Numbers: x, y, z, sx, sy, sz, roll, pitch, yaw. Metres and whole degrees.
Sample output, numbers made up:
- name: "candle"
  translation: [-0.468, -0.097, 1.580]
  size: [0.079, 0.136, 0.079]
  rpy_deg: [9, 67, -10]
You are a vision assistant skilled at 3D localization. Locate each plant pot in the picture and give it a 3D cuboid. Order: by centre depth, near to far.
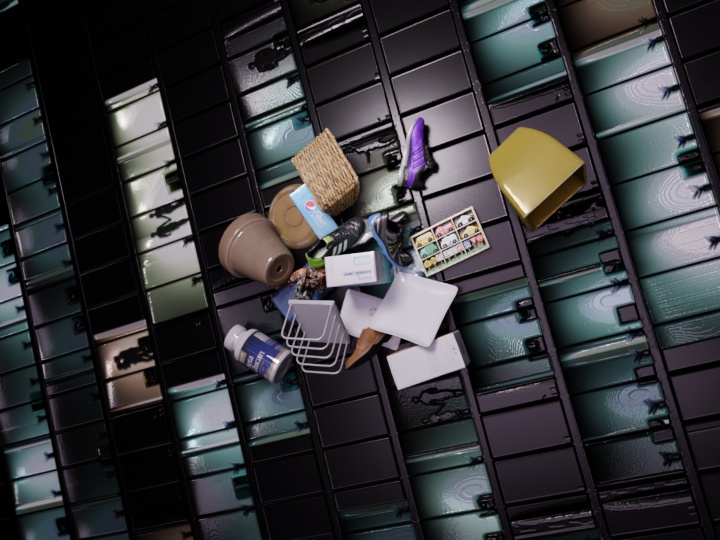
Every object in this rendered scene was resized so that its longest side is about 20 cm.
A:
- name: "plant pot"
  translation: [0.445, -0.253, 1.538]
  size: [0.194, 0.195, 0.201]
  rpy_deg: [-43, 69, 12]
- name: "plant pot"
  translation: [-0.288, -0.041, 1.728]
  size: [0.174, 0.199, 0.202]
  rpy_deg: [35, 99, 33]
- name: "plant pot"
  translation: [-0.199, -0.167, 1.814]
  size: [0.197, 0.027, 0.204]
  rpy_deg: [-1, 88, 18]

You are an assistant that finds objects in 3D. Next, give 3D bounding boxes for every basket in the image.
- name: "basket"
  translation: [-0.078, -0.280, 1.716]
  size: [0.148, 0.142, 0.202]
  rpy_deg: [-36, 73, 16]

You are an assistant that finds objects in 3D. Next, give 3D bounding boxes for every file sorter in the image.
- name: "file sorter"
  translation: [-0.126, 0.193, 1.678]
  size: [0.136, 0.201, 0.126]
  rpy_deg: [1, 52, 17]

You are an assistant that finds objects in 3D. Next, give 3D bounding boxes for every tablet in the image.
- name: "tablet"
  translation: [0.035, 0.144, 1.743]
  size: [0.197, 0.014, 0.132]
  rpy_deg: [17, 94, 16]

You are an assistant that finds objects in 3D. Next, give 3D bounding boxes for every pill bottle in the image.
- name: "pill bottle"
  translation: [-0.314, 0.249, 1.799]
  size: [0.198, 0.111, 0.112]
  rpy_deg: [28, 97, 16]

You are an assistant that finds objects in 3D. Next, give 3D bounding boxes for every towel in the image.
- name: "towel"
  translation: [-0.168, 0.059, 1.790]
  size: [0.199, 0.048, 0.112]
  rpy_deg: [-41, 78, 12]

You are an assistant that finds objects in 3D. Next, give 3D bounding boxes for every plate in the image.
- name: "plate"
  translation: [0.149, 0.109, 1.642]
  size: [0.198, 0.032, 0.201]
  rpy_deg: [15, 60, 32]

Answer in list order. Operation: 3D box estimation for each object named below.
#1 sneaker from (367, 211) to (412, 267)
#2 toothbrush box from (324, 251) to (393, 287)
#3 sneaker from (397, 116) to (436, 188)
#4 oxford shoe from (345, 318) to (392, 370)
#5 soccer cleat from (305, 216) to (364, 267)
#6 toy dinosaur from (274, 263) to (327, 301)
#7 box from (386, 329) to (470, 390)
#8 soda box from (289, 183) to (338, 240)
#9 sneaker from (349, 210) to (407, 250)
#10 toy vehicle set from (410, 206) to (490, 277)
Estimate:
- name: "sneaker"
  translation: [0.096, -0.084, 1.646]
  size: [0.082, 0.071, 0.200]
  rpy_deg: [-25, 126, 18]
- name: "toothbrush box"
  translation: [0.000, 0.000, 1.659]
  size: [0.144, 0.200, 0.087]
  rpy_deg: [-6, 88, 17]
- name: "sneaker"
  translation: [0.173, -0.330, 1.685]
  size: [0.098, 0.070, 0.204]
  rpy_deg: [14, 97, 10]
- name: "oxford shoe"
  translation: [0.017, 0.213, 1.718]
  size: [0.200, 0.071, 0.072]
  rpy_deg: [-48, 64, 19]
- name: "soccer cleat"
  translation: [-0.070, -0.083, 1.669]
  size: [0.199, 0.081, 0.068]
  rpy_deg: [-41, 68, -3]
- name: "toy dinosaur"
  translation: [-0.156, 0.041, 1.726]
  size: [0.198, 0.102, 0.138]
  rpy_deg: [-18, 59, 38]
- name: "box"
  translation: [0.190, 0.246, 1.635]
  size: [0.197, 0.124, 0.099]
  rpy_deg: [-22, 82, 15]
- name: "soda box"
  translation: [-0.125, -0.157, 1.747]
  size: [0.067, 0.064, 0.201]
  rpy_deg: [-35, 91, 0]
- name: "sneaker"
  translation: [0.044, -0.130, 1.716]
  size: [0.198, 0.074, 0.080]
  rpy_deg: [-24, 77, 16]
- name: "toy vehicle set"
  translation: [0.253, -0.080, 1.672]
  size: [0.198, 0.026, 0.126]
  rpy_deg: [-26, 82, 15]
